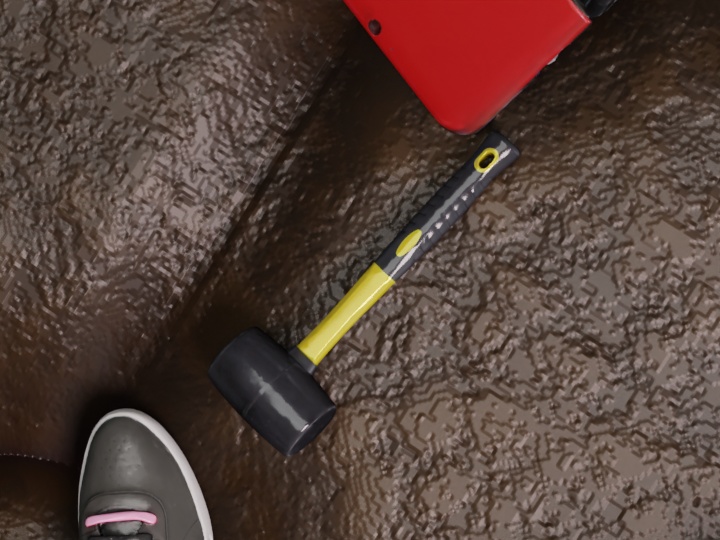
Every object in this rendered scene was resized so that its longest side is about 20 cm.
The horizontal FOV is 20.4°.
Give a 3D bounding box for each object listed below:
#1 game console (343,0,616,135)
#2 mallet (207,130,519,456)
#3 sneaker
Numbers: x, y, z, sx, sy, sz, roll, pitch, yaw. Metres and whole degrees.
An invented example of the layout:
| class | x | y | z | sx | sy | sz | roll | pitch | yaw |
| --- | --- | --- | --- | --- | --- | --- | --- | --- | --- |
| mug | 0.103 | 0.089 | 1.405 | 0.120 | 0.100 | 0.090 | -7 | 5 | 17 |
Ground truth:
| class | x | y | z | sx | sy | sz | roll | pitch | yaw |
| --- | --- | --- | --- | --- | --- | --- | --- | --- | --- |
| game console | 0.070 | -0.205 | 1.042 | 0.172 | 0.119 | 0.200 | -34 | 82 | -25 |
| mallet | 0.000 | 0.000 | 1.037 | 0.066 | 0.041 | 0.200 | 36 | 88 | 12 |
| sneaker | -0.119 | 0.170 | 1.013 | 0.070 | 0.099 | 0.201 | -5 | 85 | 11 |
